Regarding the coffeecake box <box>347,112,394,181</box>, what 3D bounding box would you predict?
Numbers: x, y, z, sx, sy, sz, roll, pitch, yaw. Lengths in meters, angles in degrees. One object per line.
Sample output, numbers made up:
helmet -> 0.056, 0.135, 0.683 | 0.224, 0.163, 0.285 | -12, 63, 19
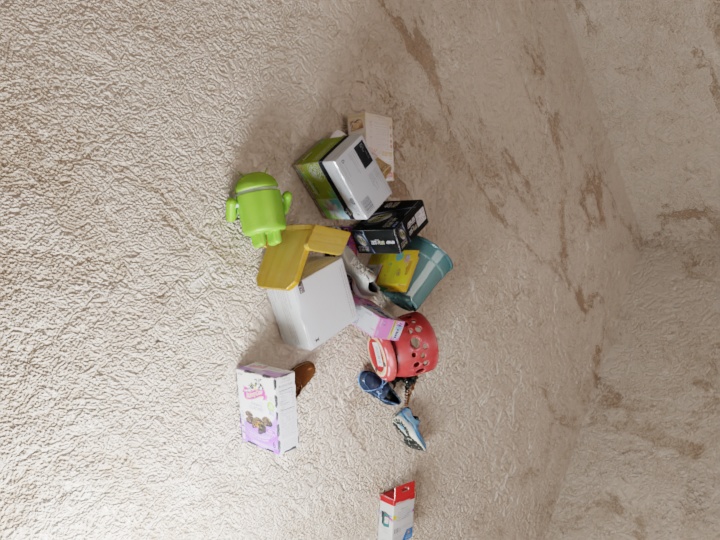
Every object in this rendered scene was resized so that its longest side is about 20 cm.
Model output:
coffeecake box -> 0.035, -0.382, 1.743 | 0.153, 0.073, 0.202 | -10, 100, -54

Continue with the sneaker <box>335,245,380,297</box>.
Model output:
sneaker -> 0.000, 0.000, 1.693 | 0.076, 0.092, 0.201 | -54, 127, -31

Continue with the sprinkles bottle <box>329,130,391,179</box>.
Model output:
sprinkles bottle -> -0.005, -0.334, 1.638 | 0.068, 0.200, 0.068 | -51, 168, -15

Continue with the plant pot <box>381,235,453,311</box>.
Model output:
plant pot -> 0.175, 0.017, 1.854 | 0.197, 0.200, 0.200 | -55, 128, -17

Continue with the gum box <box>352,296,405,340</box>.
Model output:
gum box -> 0.024, 0.140, 1.694 | 0.113, 0.200, 0.067 | 14, 100, -44

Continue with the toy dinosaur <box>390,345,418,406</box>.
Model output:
toy dinosaur -> 0.170, 0.367, 1.932 | 0.136, 0.102, 0.201 | 6, 66, -62

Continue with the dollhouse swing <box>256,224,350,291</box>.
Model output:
dollhouse swing -> -0.157, -0.029, 1.491 | 0.181, 0.199, 0.177 | 9, 85, -45

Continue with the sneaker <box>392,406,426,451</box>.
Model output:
sneaker -> 0.194, 0.566, 1.975 | 0.090, 0.078, 0.201 | -50, 125, -35

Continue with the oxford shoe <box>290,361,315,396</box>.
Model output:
oxford shoe -> -0.187, 0.334, 1.577 | 0.200, 0.071, 0.072 | -42, 119, -37

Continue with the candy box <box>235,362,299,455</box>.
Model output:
candy box -> -0.244, 0.355, 1.449 | 0.071, 0.167, 0.202 | -10, 99, -46

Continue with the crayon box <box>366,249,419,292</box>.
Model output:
crayon box -> 0.103, 0.001, 1.757 | 0.051, 0.199, 0.128 | 38, 67, -37

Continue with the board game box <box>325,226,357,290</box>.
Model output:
board game box -> -0.059, -0.036, 1.716 | 0.120, 0.032, 0.202 | -5, 96, -50

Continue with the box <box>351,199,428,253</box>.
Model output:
box -> 0.095, -0.140, 1.750 | 0.200, 0.163, 0.087 | -46, 127, -41

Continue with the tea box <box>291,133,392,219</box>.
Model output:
tea box -> -0.053, -0.263, 1.584 | 0.134, 0.196, 0.201 | -48, 123, -27

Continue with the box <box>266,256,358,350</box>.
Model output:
box -> -0.135, 0.087, 1.570 | 0.200, 0.130, 0.200 | -30, 114, -40

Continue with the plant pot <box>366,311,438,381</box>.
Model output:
plant pot -> 0.128, 0.250, 1.794 | 0.181, 0.200, 0.202 | -13, 103, -20

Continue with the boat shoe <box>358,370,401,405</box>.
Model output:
boat shoe -> 0.072, 0.387, 1.843 | 0.200, 0.068, 0.085 | 37, 67, -40

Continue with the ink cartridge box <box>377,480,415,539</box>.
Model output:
ink cartridge box -> 0.126, 0.833, 1.927 | 0.116, 0.067, 0.202 | 5, 89, -46

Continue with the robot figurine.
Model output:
robot figurine -> -0.258, -0.162, 1.430 | 0.174, 0.116, 0.202 | -12, 91, -24
